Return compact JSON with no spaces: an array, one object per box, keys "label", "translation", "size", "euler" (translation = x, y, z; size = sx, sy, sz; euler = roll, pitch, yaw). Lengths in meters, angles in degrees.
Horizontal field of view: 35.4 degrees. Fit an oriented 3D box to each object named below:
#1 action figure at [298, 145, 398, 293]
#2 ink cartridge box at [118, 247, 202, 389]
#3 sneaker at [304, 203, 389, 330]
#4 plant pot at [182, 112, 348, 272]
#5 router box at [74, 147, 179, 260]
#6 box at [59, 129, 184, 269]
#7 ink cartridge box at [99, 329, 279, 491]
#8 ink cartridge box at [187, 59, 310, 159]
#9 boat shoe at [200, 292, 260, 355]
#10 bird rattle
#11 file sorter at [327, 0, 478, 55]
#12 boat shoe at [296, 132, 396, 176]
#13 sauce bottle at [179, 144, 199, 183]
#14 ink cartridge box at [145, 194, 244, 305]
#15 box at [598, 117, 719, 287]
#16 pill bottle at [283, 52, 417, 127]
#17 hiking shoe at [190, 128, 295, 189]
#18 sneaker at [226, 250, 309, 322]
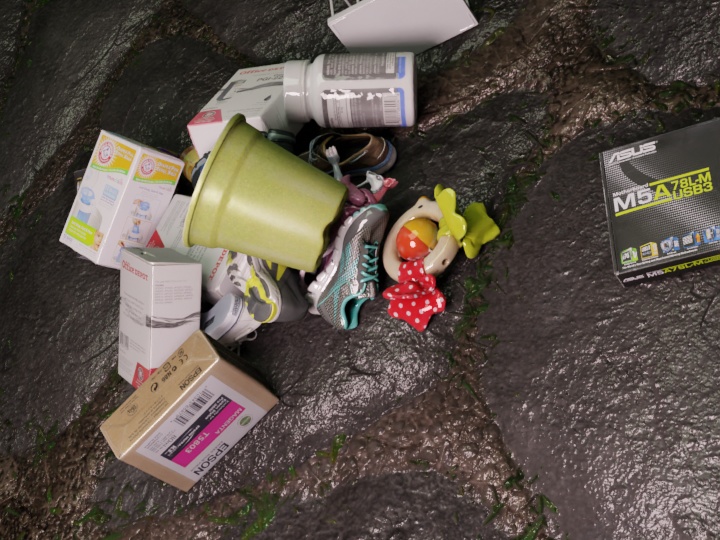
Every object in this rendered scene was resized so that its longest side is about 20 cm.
[{"label":"action figure","translation":[-0.031,-0.079,1.653],"size":[0.200,0.134,0.149],"euler":[-29,51,19]},{"label":"ink cartridge box","translation":[-0.301,0.073,1.685],"size":[0.147,0.083,0.201],"euler":[21,110,58]},{"label":"sneaker","translation":[0.000,0.000,1.606],"size":[0.091,0.077,0.200],"euler":[43,119,32]},{"label":"plant pot","translation":[-0.121,-0.091,1.558],"size":[0.184,0.200,0.201],"euler":[22,73,2]},{"label":"router box","translation":[-0.403,-0.112,1.943],"size":[0.199,0.052,0.158],"euler":[-11,77,29]},{"label":"box","translation":[-0.388,-0.113,1.838],"size":[0.112,0.101,0.201],"euler":[26,96,37]},{"label":"ink cartridge box","translation":[-0.238,0.202,1.595],"size":[0.200,0.165,0.075],"euler":[-45,50,2]},{"label":"ink cartridge box","translation":[-0.167,-0.256,1.831],"size":[0.145,0.085,0.200],"euler":[-2,33,27]},{"label":"boat shoe","translation":[-0.199,0.094,1.700],"size":[0.202,0.086,0.075],"euler":[-37,38,50]},{"label":"bird rattle","translation":[0.095,-0.024,1.586],"size":[0.200,0.112,0.163],"euler":[-58,36,7]},{"label":"file sorter","translation":[0.062,-0.434,1.810],"size":[0.200,0.139,0.125],"euler":[-24,49,20]},{"label":"boat shoe","translation":[-0.044,-0.181,1.765],"size":[0.199,0.072,0.072],"euler":[-12,58,29]},{"label":"sauce bottle","translation":[-0.232,-0.145,1.873],"size":[0.066,0.066,0.200],"euler":[-49,46,-2]},{"label":"ink cartridge box","translation":[-0.240,-0.029,1.794],"size":[0.200,0.084,0.145],"euler":[14,70,40]},{"label":"box","translation":[0.411,-0.091,1.425],"size":[0.199,0.048,0.194],"euler":[-15,58,25]},{"label":"pill bottle","translation":[-0.014,-0.277,1.733],"size":[0.199,0.114,0.114],"euler":[0,60,6]},{"label":"hiking shoe","translation":[-0.181,-0.147,1.713],"size":[0.200,0.074,0.087],"euler":[-20,72,34]},{"label":"sneaker","translation":[-0.135,0.011,1.643],"size":[0.075,0.084,0.200],"euler":[-54,39,28]}]
